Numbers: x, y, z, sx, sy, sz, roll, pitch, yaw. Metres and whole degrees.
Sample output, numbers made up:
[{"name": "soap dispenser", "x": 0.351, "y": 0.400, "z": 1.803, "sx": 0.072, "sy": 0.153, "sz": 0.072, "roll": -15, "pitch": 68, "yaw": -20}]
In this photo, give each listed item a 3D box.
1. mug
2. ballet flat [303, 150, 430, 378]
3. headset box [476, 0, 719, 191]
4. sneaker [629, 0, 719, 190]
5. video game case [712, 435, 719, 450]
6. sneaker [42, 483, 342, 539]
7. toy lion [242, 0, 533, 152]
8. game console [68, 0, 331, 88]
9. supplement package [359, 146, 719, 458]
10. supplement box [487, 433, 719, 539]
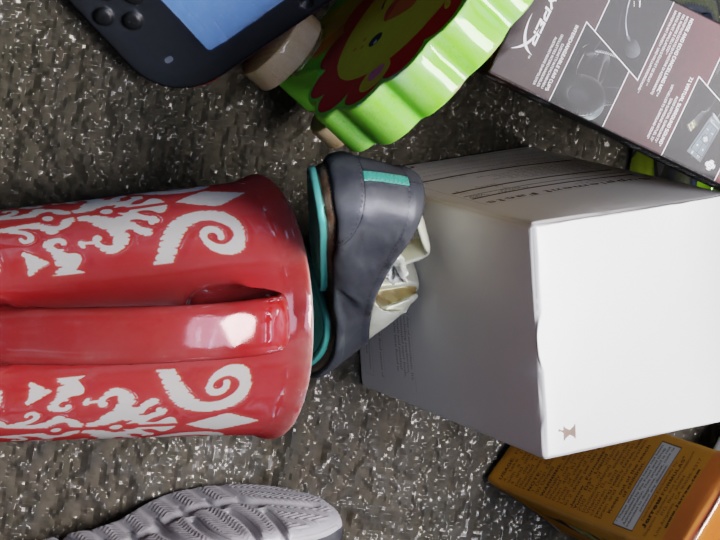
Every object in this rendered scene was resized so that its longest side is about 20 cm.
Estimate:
[{"name": "mug", "x": -0.132, "y": 0.015, "z": 1.458, "sx": 0.199, "sy": 0.178, "sz": 0.134, "roll": -4, "pitch": 66, "yaw": -22}, {"name": "ballet flat", "x": 0.000, "y": 0.000, "z": 1.509, "sx": 0.073, "sy": 0.200, "sz": 0.073, "roll": 3, "pitch": 64, "yaw": -6}, {"name": "headset box", "x": 0.159, "y": -0.095, "z": 1.530, "sx": 0.199, "sy": 0.149, "sz": 0.078, "roll": 26, "pitch": 94, "yaw": -8}, {"name": "sneaker", "x": 0.189, "y": -0.097, "z": 1.648, "sx": 0.074, "sy": 0.081, "sz": 0.201, "roll": -17, "pitch": 106, "yaw": -24}, {"name": "video game case", "x": 0.228, "y": 0.199, "z": 1.692, "sx": 0.182, "sy": 0.023, "sz": 0.200, "roll": 62, "pitch": 40, "yaw": -23}, {"name": "sneaker", "x": -0.101, "y": 0.184, "z": 1.557, "sx": 0.199, "sy": 0.078, "sz": 0.113, "roll": -13, "pitch": 113, "yaw": -21}, {"name": "toy lion", "x": 0.036, "y": -0.142, "z": 1.482, "sx": 0.069, "sy": 0.191, "sz": 0.200, "roll": 41, "pitch": 69, "yaw": -19}, {"name": "game console", "x": -0.076, "y": -0.192, "z": 1.458, "sx": 0.200, "sy": 0.031, "sz": 0.177, "roll": -32, "pitch": 120, "yaw": 25}, {"name": "supplement package", "x": 0.093, "y": 0.012, "z": 1.549, "sx": 0.119, "sy": 0.200, "sz": 0.122, "roll": -9, "pitch": 103, "yaw": -26}, {"name": "supplement box", "x": 0.153, "y": 0.122, "z": 1.598, "sx": 0.066, "sy": 0.200, "sz": 0.069, "roll": 36, "pitch": 79, "yaw": -28}]
